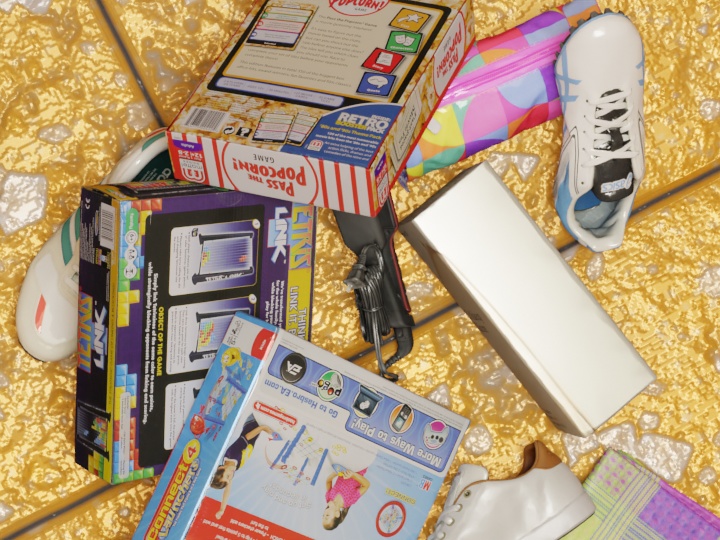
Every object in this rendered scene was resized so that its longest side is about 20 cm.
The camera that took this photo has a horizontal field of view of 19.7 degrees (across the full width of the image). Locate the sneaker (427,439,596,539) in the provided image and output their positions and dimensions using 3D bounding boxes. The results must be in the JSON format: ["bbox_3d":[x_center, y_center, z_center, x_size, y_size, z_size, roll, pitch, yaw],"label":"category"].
[{"bbox_3d":[0.069,0.194,1.491,0.200,0.073,0.085,-32,86,-22],"label":"sneaker"}]

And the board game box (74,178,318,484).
[{"bbox_3d":[-0.114,0.035,1.440,0.165,0.057,0.200,-7,107,-38],"label":"board game box"}]

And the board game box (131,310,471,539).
[{"bbox_3d":[-0.043,0.156,1.456,0.200,0.056,0.196,28,85,-39],"label":"board game box"}]

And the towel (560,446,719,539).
[{"bbox_3d":[0.227,0.243,1.550,0.200,0.023,0.144,36,86,-4],"label":"towel"}]

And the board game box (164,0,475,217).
[{"bbox_3d":[-0.024,-0.130,1.436,0.151,0.046,0.200,12,47,20],"label":"board game box"}]

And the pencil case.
[{"bbox_3d":[0.097,-0.132,1.511,0.200,0.088,0.088,-24,91,-9],"label":"pencil case"}]

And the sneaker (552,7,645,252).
[{"bbox_3d":[0.176,-0.098,1.474,0.072,0.073,0.200,-16,135,-13],"label":"sneaker"}]

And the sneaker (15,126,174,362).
[{"bbox_3d":[-0.180,-0.023,1.474,0.070,0.093,0.200,38,85,-4],"label":"sneaker"}]

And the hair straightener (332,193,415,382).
[{"bbox_3d":[0.000,0.000,1.482,0.041,0.077,0.200,5,121,26],"label":"hair straightener"}]

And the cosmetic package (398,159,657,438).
[{"bbox_3d":[0.119,0.021,1.502,0.073,0.104,0.200,-40,92,-5],"label":"cosmetic package"}]
